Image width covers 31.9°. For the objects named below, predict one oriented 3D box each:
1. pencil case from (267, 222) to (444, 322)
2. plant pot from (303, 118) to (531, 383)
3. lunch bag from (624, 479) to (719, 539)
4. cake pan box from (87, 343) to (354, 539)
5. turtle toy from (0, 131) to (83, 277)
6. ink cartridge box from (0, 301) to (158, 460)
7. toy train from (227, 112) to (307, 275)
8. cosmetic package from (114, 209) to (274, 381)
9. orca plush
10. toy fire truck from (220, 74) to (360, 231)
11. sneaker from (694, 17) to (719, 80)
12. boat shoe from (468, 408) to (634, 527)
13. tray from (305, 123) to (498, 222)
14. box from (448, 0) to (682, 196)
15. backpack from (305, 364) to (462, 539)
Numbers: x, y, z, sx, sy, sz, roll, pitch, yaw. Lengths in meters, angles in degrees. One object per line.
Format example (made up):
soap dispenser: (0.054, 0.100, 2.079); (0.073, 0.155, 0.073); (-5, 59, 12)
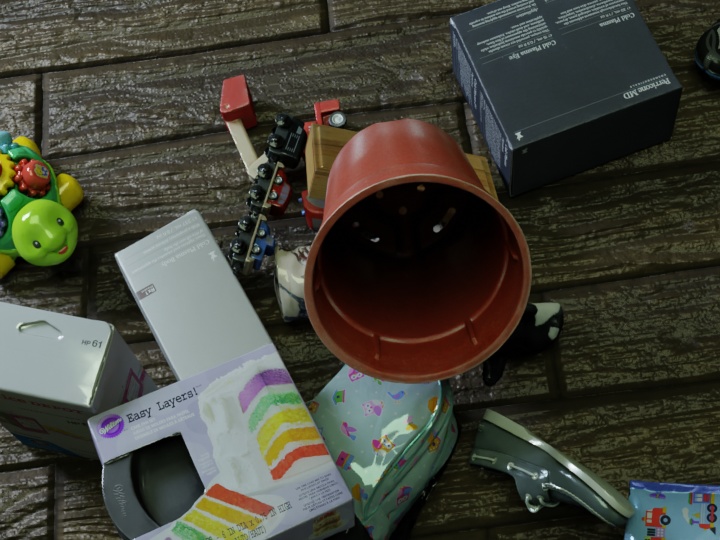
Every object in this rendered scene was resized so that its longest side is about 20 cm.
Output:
pencil case: (0.000, 0.000, 1.319); (0.196, 0.078, 0.090); (-8, 47, 2)
plant pot: (0.044, -0.034, 1.162); (0.197, 0.204, 0.196); (-9, 28, 2)
lunch bag: (0.336, 0.271, 1.106); (0.197, 0.094, 0.153); (-5, 61, 31)
cake pan box: (-0.129, 0.179, 1.118); (0.197, 0.053, 0.185); (-20, 53, -14)
turtle toy: (-0.380, -0.072, 1.373); (0.199, 0.101, 0.146); (38, 74, 21)
ink cartridge box: (-0.288, 0.115, 1.227); (0.142, 0.201, 0.086); (9, 65, 11)
toy train: (-0.095, -0.080, 1.329); (0.045, 0.034, 0.202); (19, 61, -5)
cosmetic package: (-0.164, 0.053, 1.308); (0.106, 0.091, 0.201); (-29, 62, -11)
orca plush: (0.126, 0.077, 1.245); (0.104, 0.198, 0.072); (-22, 75, 43)
toy fire truck: (-0.078, -0.129, 1.405); (0.139, 0.049, 0.203); (-11, 65, 2)
sneaker: (0.445, -0.289, 1.404); (0.199, 0.083, 0.071); (-41, 67, -13)
boat shoe: (0.174, 0.198, 1.183); (0.199, 0.073, 0.062); (30, 87, 50)
tray: (0.042, -0.100, 1.326); (0.196, 0.037, 0.099); (9, 34, -11)
box: (0.220, -0.210, 1.379); (0.197, 0.104, 0.184); (-19, 63, -3)
backpack: (0.011, 0.171, 1.210); (0.166, 0.127, 0.200); (36, 70, 24)
